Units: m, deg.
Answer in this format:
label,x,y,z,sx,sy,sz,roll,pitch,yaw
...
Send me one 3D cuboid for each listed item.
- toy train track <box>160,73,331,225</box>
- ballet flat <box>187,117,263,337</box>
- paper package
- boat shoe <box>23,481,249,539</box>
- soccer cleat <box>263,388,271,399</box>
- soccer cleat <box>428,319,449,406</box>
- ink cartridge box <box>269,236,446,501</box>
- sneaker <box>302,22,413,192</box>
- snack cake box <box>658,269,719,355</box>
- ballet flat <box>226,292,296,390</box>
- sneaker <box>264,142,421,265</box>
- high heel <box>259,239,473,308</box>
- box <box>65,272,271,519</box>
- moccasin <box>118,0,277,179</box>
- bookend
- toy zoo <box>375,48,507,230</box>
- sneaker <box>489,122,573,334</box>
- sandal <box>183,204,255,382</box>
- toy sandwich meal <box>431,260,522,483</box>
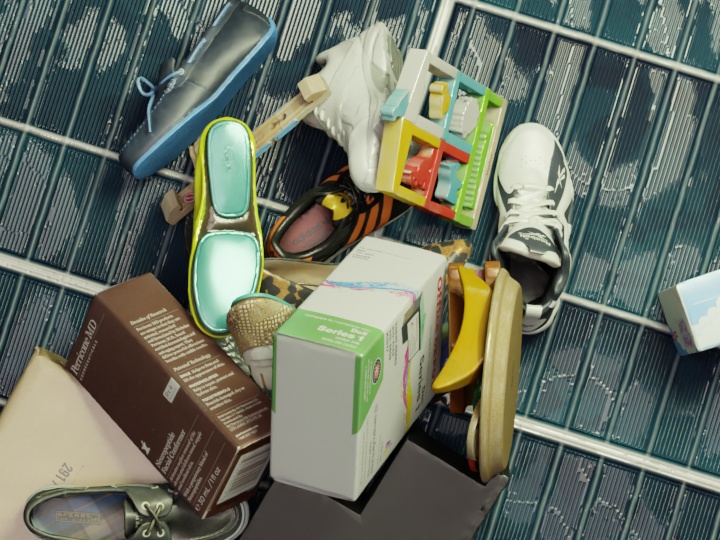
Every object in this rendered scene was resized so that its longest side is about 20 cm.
label,x,y,z,sx,sy,sz,roll,pitch,yaw
toy train track,-0.113,-0.116,1.692,0.200,0.033,0.115,-38,48,15
ballet flat,-0.122,-0.036,1.636,0.067,0.067,0.200,3,81,-13
paper package,-0.259,0.203,1.686,0.190,0.103,0.200,28,87,2
boat shoe,-0.198,0.219,1.606,0.200,0.057,0.069,-1,87,-1
soccer cleat,-0.164,0.099,1.707,0.200,0.069,0.078,24,76,-2
soccer cleat,0.022,0.107,1.719,0.200,0.065,0.084,-25,57,3
ink cartridge box,0.001,0.080,1.568,0.084,0.200,0.145,13,119,19
sneaker,-0.008,-0.139,1.692,0.099,0.078,0.200,-16,42,16
snack cake box,0.385,0.015,1.685,0.200,0.115,0.067,-19,87,0
ballet flat,-0.066,0.082,1.615,0.070,0.200,0.065,-10,66,15
sneaker,-0.005,-0.065,1.704,0.200,0.090,0.070,-38,87,-2
high heel,0.000,0.000,1.677,0.200,0.143,0.071,-32,44,3
box,-0.162,0.108,1.603,0.200,0.075,0.100,45,130,22
moccasin,-0.163,-0.172,1.728,0.068,0.080,0.200,40,74,7
bookend,0.001,0.213,1.670,0.200,0.092,0.199,30,97,0
toy zoo,0.069,-0.120,1.661,0.020,0.200,0.131,12,86,31
sneaker,0.160,-0.042,1.682,0.079,0.130,0.200,9,87,0
sandal,-0.118,0.012,1.697,0.075,0.048,0.201,0,66,-21
toy sandwich meal,0.098,0.083,1.583,0.070,0.205,0.206,5,87,9
